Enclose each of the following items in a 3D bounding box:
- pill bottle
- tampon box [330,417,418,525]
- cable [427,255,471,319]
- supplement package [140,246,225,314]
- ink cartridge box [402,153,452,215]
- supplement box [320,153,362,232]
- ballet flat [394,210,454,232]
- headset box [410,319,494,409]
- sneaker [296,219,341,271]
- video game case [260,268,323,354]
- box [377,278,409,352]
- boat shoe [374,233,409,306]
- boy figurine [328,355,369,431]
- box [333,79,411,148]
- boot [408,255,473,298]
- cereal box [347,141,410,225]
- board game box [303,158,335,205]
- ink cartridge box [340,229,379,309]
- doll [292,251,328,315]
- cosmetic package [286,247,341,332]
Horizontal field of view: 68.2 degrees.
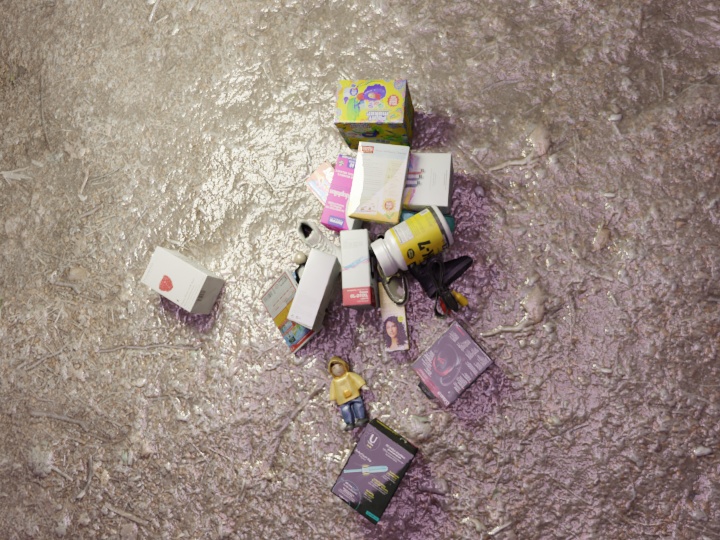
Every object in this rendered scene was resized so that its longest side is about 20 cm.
[{"bbox_3d":[0.132,-0.073,1.377,0.196,0.114,0.117,-29,77,2],"label":"pill bottle"},{"bbox_3d":[0.041,0.526,1.410,0.148,0.126,0.204,30,89,14],"label":"tampon box"},{"bbox_3d":[0.218,0.051,1.430,0.095,0.051,0.203,-25,111,20],"label":"cable"},{"bbox_3d":[-0.537,0.031,1.611,0.196,0.120,0.124,27,89,15],"label":"supplement package"},{"bbox_3d":[0.155,-0.234,1.477,0.193,0.145,0.150,5,83,14],"label":"ink cartridge box"},{"bbox_3d":[-0.034,-0.211,1.521,0.098,0.103,0.206,14,87,12],"label":"supplement box"},{"bbox_3d":[0.163,-0.121,1.456,0.193,0.068,0.073,5,69,1],"label":"ballet flat"},{"bbox_3d":[0.238,0.258,1.428,0.200,0.075,0.149,-45,75,3],"label":"headset box"},{"bbox_3d":[-0.121,-0.071,1.541,0.199,0.099,0.078,42,92,14],"label":"sneaker"},{"bbox_3d":[-0.203,0.120,1.548,0.143,0.017,0.203,-42,74,30],"label":"video game case"},{"bbox_3d":[0.094,0.122,1.492,0.073,0.050,0.207,-8,80,11],"label":"box"},{"bbox_3d":[0.081,-0.003,1.456,0.070,0.060,0.207,-18,75,8],"label":"boat shoe"},{"bbox_3d":[-0.035,0.335,1.487,0.121,0.064,0.206,-19,82,12],"label":"boy figurine"},{"bbox_3d":[0.044,-0.436,1.506,0.193,0.192,0.126,4,83,12],"label":"box"},{"bbox_3d":[0.195,-0.050,1.492,0.163,0.066,0.202,-36,69,-2],"label":"boot"},{"bbox_3d":[0.050,-0.231,1.406,0.139,0.039,0.207,9,85,15],"label":"cereal box"},{"bbox_3d":[-0.072,-0.228,1.593,0.103,0.019,0.201,-43,76,3],"label":"board game box"},{"bbox_3d":[0.000,0.000,1.480,0.080,0.146,0.207,-4,82,12],"label":"ink cartridge box"},{"bbox_3d":[-0.158,0.043,1.561,0.133,0.048,0.206,-19,79,11],"label":"doll"},{"bbox_3d":[-0.123,0.055,1.451,0.079,0.113,0.205,19,82,8],"label":"cosmetic package"}]
